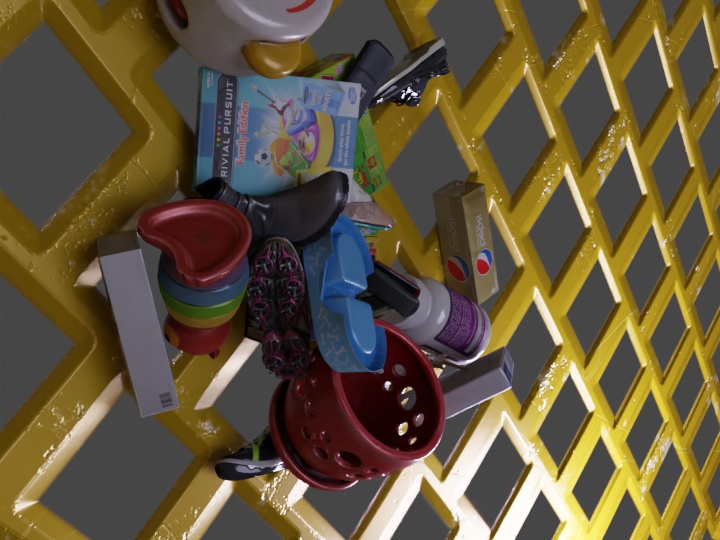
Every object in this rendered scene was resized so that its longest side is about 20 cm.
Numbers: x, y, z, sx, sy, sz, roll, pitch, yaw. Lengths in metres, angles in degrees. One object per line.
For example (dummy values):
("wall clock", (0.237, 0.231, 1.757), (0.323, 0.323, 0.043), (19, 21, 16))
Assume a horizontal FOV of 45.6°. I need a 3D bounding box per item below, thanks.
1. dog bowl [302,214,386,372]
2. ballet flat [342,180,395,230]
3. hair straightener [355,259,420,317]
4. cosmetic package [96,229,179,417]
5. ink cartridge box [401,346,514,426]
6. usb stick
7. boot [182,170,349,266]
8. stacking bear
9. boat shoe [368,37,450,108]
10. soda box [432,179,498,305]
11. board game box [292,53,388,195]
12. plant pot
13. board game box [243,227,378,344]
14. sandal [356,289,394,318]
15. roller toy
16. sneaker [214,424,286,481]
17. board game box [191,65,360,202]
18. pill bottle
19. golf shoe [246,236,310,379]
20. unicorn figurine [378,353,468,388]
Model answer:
("dog bowl", (-0.022, 0.032, 1.057), (0.111, 0.049, 0.201), (23, 54, -61))
("ballet flat", (-0.041, -0.096, 1.163), (0.199, 0.068, 0.068), (5, 99, -23))
("hair straightener", (0.000, 0.000, 1.150), (0.200, 0.041, 0.077), (38, 27, -18))
("cosmetic package", (-0.259, 0.062, 0.996), (0.050, 0.083, 0.201), (-13, 111, -13))
("ink cartridge box", (0.140, 0.189, 1.328), (0.041, 0.199, 0.200), (64, 12, 2))
("usb stick", (-0.016, -0.225, 1.159), (0.055, 0.033, 0.201), (44, 68, -38))
("boot", (-0.120, -0.075, 1.024), (0.131, 0.200, 0.070), (30, 39, -39))
("stacking bear", (-0.190, 0.024, 1.015), (0.113, 0.121, 0.201), (-30, 150, -34))
("boat shoe", (0.072, -0.279, 1.281), (0.199, 0.074, 0.066), (-47, 118, -41))
("soda box", (0.179, -0.048, 1.452), (0.064, 0.068, 0.201), (-32, 121, -37))
("board game box", (-0.032, -0.192, 1.210), (0.101, 0.047, 0.201), (-38, 124, -34))
("plant pot", (-0.015, 0.189, 1.163), (0.200, 0.182, 0.201), (27, 47, -33))
("board game box", (-0.066, 0.013, 1.215), (0.199, 0.057, 0.166), (-2, 100, -46))
("sandal", (0.006, 0.044, 1.209), (0.057, 0.080, 0.200), (-49, 153, 25))
("roller toy", (-0.129, -0.326, 0.970), (0.182, 0.140, 0.201), (34, 60, -23))
("sneaker", (-0.126, 0.243, 1.215), (0.199, 0.072, 0.083), (-1, 72, -46))
("board game box", (-0.105, -0.167, 1.073), (0.199, 0.047, 0.152), (2, 98, -18))
("pill bottle", (0.117, 0.075, 1.382), (0.200, 0.112, 0.113), (29, 78, -47))
("golf shoe", (-0.101, 0.037, 1.081), (0.092, 0.072, 0.201), (-88, 177, -55))
("unicorn figurine", (0.041, 0.150, 1.320), (0.200, 0.074, 0.137), (-35, 136, 20))
